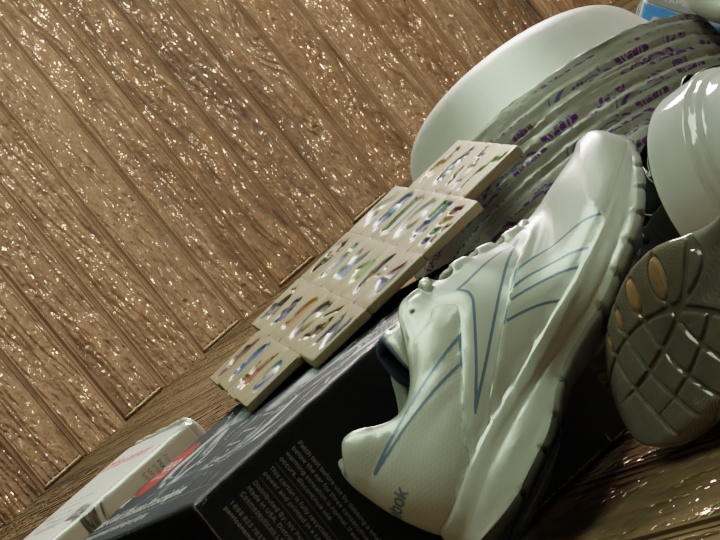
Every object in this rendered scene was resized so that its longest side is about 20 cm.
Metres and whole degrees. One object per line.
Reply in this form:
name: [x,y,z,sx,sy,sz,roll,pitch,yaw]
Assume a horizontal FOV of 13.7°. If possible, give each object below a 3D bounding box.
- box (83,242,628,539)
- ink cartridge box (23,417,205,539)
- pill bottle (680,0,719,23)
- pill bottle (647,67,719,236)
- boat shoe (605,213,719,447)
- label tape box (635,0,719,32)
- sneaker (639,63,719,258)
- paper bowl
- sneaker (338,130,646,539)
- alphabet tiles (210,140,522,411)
box: [-0.011,0.099,1.318,0.182,0.104,0.200,-40,5,-25]
ink cartridge box: [-0.168,0.189,1.833,0.200,0.085,0.146,-43,5,-21]
pill bottle: [0.244,-0.171,1.544,0.111,0.111,0.200,-37,-22,30]
pill bottle: [0.213,-0.077,1.166,0.200,0.116,0.116,-36,6,39]
boat shoe: [0.160,0.009,1.129,0.072,0.076,0.200,-3,-25,-28]
label tape box: [0.187,-0.146,1.681,0.200,0.066,0.143,-73,-3,-46]
sneaker: [0.159,-0.049,1.390,0.200,0.076,0.091,-40,-38,9]
paper bowl: [0.107,-0.057,1.529,0.200,0.104,0.201,-31,-18,-12]
sneaker: [0.058,0.019,1.216,0.075,0.087,0.200,96,-161,-60]
alphabet tiles: [0.000,0.000,1.374,0.166,0.006,0.200,-44,9,-4]
